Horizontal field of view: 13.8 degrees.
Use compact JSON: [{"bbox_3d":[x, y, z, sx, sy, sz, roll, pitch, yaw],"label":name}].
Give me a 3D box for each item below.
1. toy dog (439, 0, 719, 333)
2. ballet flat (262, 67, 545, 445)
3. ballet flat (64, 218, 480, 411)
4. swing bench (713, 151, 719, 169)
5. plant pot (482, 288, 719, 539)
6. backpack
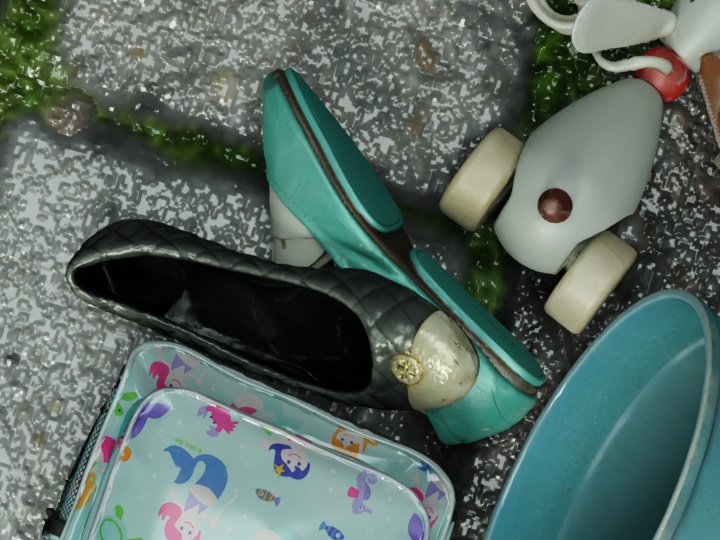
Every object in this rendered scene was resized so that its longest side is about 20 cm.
[{"bbox_3d":[0.120,-0.072,1.374,0.131,0.096,0.201,19,82,-1],"label":"toy dog"},{"bbox_3d":[0.000,0.000,1.376,0.070,0.067,0.200,-40,84,12],"label":"ballet flat"},{"bbox_3d":[-0.041,0.026,1.343,0.199,0.057,0.067,15,114,20],"label":"ballet flat"},{"bbox_3d":[0.284,-0.056,1.313,0.130,0.200,0.199,30,110,-21],"label":"swing bench"},{"bbox_3d":[0.175,0.138,1.311,0.188,0.200,0.201,27,81,-15],"label":"plant pot"},{"bbox_3d":[-0.062,0.149,1.314,0.177,0.151,0.201,25,86,-1],"label":"backpack"}]
